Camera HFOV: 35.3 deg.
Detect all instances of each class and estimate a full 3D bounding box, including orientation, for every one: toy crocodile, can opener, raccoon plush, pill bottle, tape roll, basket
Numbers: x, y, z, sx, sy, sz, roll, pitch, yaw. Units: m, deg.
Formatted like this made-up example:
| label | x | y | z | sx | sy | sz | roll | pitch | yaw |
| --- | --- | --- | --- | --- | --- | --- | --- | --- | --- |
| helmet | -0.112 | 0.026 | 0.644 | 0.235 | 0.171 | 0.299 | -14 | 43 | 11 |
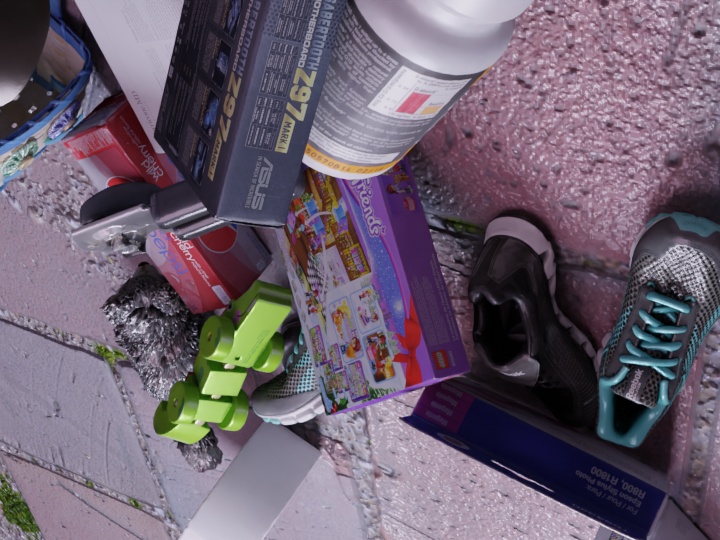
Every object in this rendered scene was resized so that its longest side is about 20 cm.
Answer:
| label | x | y | z | sx | sy | sz | roll | pitch | yaw |
| --- | --- | --- | --- | --- | --- | --- | --- | --- | --- |
| toy crocodile | -0.123 | 0.083 | 1.002 | 0.067 | 0.062 | 0.200 | 12 | 125 | -33 |
| can opener | -0.141 | -0.062 | 0.892 | 0.200 | 0.067 | 0.053 | -19 | 155 | 19 |
| raccoon plush | -0.171 | 0.088 | 1.072 | 0.200 | 0.097 | 0.134 | 58 | 174 | 8 |
| pill bottle | 0.025 | -0.150 | 0.711 | 0.116 | 0.116 | 0.200 | 42 | 143 | -6 |
| tape roll | -0.124 | 0.252 | 1.176 | 0.071 | 0.202 | 0.202 | 34 | 142 | 3 |
| basket | -0.302 | -0.165 | 0.913 | 0.139 | 0.176 | 0.200 | 36 | 158 | 16 |

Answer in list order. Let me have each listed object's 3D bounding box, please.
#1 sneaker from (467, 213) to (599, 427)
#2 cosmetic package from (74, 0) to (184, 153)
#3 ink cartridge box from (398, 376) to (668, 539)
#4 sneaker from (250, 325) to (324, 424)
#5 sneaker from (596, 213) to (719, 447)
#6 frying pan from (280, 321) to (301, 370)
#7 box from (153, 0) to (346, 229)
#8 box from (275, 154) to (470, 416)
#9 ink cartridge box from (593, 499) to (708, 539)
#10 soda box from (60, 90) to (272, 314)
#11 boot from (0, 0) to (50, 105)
| label | x | y | z | sx | sy | sz | roll | pitch | yaw |
| --- | --- | --- | --- | --- | --- | --- | --- | --- | --- |
| sneaker | 0.128 | 0.060 | 0.868 | 0.066 | 0.091 | 0.200 | 1 | 130 | 38 |
| cosmetic package | -0.133 | -0.184 | 0.853 | 0.151 | 0.052 | 0.200 | 1 | 130 | 34 |
| ink cartridge box | 0.143 | 0.139 | 0.888 | 0.196 | 0.043 | 0.200 | 25 | -179 | 15 |
| sneaker | -0.026 | 0.064 | 0.989 | 0.200 | 0.078 | 0.091 | -29 | 102 | 26 |
| sneaker | 0.207 | 0.050 | 0.782 | 0.078 | 0.091 | 0.200 | 16 | 138 | 13 |
| frying pan | -0.011 | 0.083 | 1.056 | 0.115 | 0.031 | 0.190 | 44 | 144 | -13 |
| box | -0.069 | -0.147 | 0.708 | 0.158 | 0.051 | 0.200 | 47 | 125 | 57 |
| box | 0.000 | 0.000 | 0.865 | 0.137 | 0.039 | 0.200 | -26 | 77 | 49 |
| ink cartridge box | 0.270 | 0.332 | 0.968 | 0.200 | 0.176 | 0.084 | 47 | 141 | -11 |
| soda box | -0.165 | -0.060 | 0.989 | 0.063 | 0.070 | 0.200 | -11 | 123 | 41 |
| boot | -0.260 | -0.232 | 0.790 | 0.200 | 0.064 | 0.187 | 52 | 132 | 53 |
